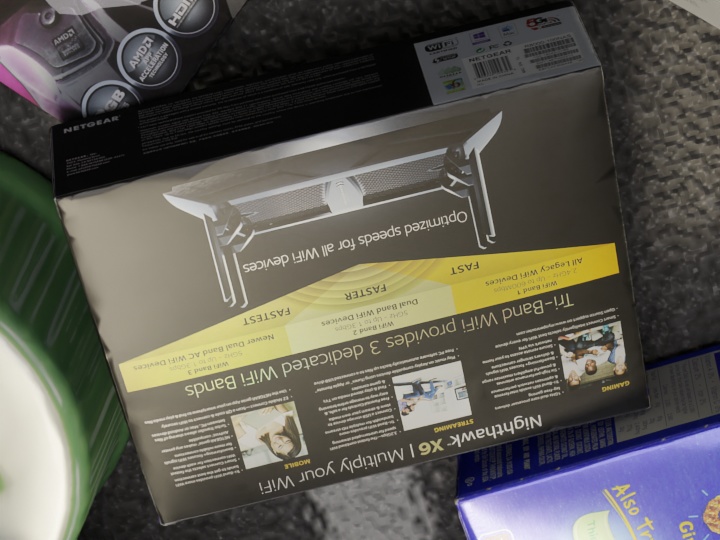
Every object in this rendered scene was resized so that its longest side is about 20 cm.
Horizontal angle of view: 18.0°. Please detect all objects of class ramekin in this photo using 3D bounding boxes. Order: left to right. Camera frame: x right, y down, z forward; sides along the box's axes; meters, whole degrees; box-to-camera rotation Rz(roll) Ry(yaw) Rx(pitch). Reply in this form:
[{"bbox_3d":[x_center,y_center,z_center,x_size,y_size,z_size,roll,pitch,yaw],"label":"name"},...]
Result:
[{"bbox_3d":[-0.188,0.053,0.882,0.198,0.098,0.201,1,115,2],"label":"ramekin"}]

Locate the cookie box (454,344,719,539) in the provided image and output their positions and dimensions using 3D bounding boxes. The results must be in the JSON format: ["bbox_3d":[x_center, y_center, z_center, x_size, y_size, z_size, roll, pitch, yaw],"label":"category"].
[{"bbox_3d":[0.157,0.118,0.912,0.199,0.075,0.172,-16,113,10],"label":"cookie box"}]

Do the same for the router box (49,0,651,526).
[{"bbox_3d":[0.000,0.000,0.848,0.199,0.052,0.158,-13,125,-1],"label":"router box"}]

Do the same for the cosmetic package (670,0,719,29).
[{"bbox_3d":[0.101,-0.185,0.756,0.074,0.102,0.201,-28,112,-4],"label":"cosmetic package"}]

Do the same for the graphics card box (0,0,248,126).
[{"bbox_3d":[-0.129,-0.144,0.817,0.199,0.051,0.126,34,112,-13],"label":"graphics card box"}]
